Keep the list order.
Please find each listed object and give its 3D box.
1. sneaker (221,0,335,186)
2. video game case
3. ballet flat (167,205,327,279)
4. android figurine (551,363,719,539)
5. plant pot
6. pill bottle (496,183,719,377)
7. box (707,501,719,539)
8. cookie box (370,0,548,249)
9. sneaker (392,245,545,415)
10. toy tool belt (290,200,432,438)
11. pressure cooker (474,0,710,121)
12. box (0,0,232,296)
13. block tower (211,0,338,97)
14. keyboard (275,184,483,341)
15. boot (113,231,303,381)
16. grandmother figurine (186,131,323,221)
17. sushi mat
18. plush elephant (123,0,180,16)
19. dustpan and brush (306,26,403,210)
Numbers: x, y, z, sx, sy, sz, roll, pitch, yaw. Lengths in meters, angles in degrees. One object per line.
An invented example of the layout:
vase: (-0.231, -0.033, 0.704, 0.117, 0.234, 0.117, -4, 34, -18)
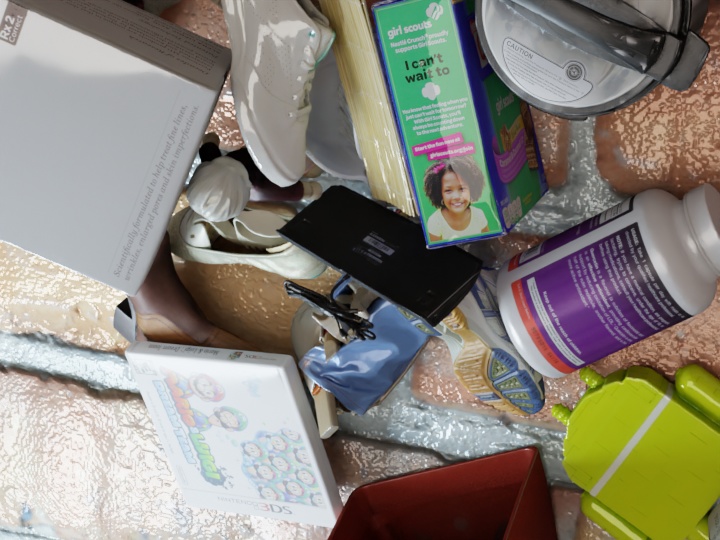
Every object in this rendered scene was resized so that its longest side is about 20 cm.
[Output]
sneaker: (-0.058, -0.171, 1.343, 0.087, 0.075, 0.203, -7, 100, 17)
video game case: (-0.118, 0.156, 1.558, 0.180, 0.024, 0.202, 4, 127, 29)
ballet flat: (-0.112, -0.040, 1.509, 0.198, 0.068, 0.062, 9, 153, 33)
android figurine: (0.262, 0.165, 1.450, 0.199, 0.041, 0.183, 35, 115, 7)
plant pot: (0.085, 0.304, 1.484, 0.198, 0.200, 0.178, -16, 109, 25)
pill bottle: (0.221, 0.005, 1.382, 0.199, 0.112, 0.113, -27, 94, 26)
box: (0.404, 0.230, 1.354, 0.198, 0.109, 0.129, 28, 112, -1)
cookie box: (0.086, -0.139, 1.364, 0.074, 0.171, 0.202, -11, 101, 21)
sneaker: (0.109, 0.042, 1.428, 0.075, 0.089, 0.200, -10, 132, 41)
toy tool belt: (0.014, 0.048, 1.463, 0.124, 0.123, 0.201, 26, 116, -17)
pressure cooker: (0.179, -0.214, 1.289, 0.174, 0.200, 0.181, -13, 100, 21)
box: (-0.233, -0.120, 1.366, 0.198, 0.131, 0.200, 24, 111, -6)
block tower: (-0.082, -0.242, 1.466, 0.200, 0.054, 0.058, 41, 116, 6)
keyboard: (0.000, 0.000, 1.369, 0.199, 0.127, 0.021, 30, 152, 43)
boot: (-0.142, 0.059, 1.531, 0.199, 0.068, 0.189, 34, 140, 13)
grandmother figurine: (-0.091, -0.085, 1.431, 0.120, 0.200, 0.061, 14, 109, 18)
sushi mat: (0.006, -0.144, 1.351, 0.012, 0.096, 0.202, -21, 111, -15)
plush elephant: (-0.230, -0.230, 1.484, 0.154, 0.164, 0.202, 25, 79, -27)
dustpan and brush: (0.006, -0.112, 1.454, 0.138, 0.057, 0.201, -21, 136, -12)
